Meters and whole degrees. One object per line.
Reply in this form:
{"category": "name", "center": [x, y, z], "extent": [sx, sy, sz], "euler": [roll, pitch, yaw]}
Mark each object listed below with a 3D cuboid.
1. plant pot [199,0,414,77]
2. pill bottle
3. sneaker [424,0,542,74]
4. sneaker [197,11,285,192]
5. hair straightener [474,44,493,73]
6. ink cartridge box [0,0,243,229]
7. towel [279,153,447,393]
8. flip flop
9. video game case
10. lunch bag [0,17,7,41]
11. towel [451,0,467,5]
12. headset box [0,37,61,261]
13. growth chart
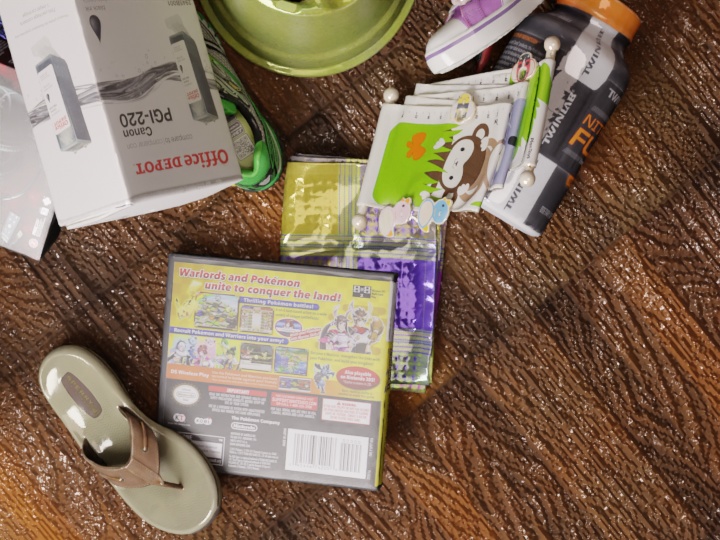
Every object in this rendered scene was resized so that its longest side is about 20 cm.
{"category": "plant pot", "center": [-0.042, -0.261, 1.438], "extent": [0.198, 0.184, 0.203], "euler": [0, 93, -2]}
{"category": "pill bottle", "center": [0.153, -0.139, 1.488], "extent": [0.106, 0.106, 0.201], "euler": [30, 92, -3]}
{"category": "sneaker", "center": [0.103, -0.253, 1.463], "extent": [0.200, 0.073, 0.115], "euler": [-43, 98, -20]}
{"category": "sneaker", "center": [-0.132, -0.153, 1.492], "extent": [0.078, 0.085, 0.200], "euler": [-41, 93, 1]}
{"category": "hair straightener", "center": [0.099, -0.272, 1.512], "extent": [0.076, 0.041, 0.202], "euler": [18, 93, -3]}
{"category": "ink cartridge box", "center": [-0.187, -0.145, 1.395], "extent": [0.084, 0.145, 0.202], "euler": [-13, 92, 36]}
{"category": "towel", "center": [0.000, 0.000, 1.535], "extent": [0.142, 0.023, 0.202], "euler": [5, 93, -2]}
{"category": "flip flop", "center": [-0.199, 0.144, 1.505], "extent": [0.081, 0.058, 0.200], "euler": [-44, 84, 15]}
{"category": "video game case", "center": [-0.072, 0.084, 1.517], "extent": [0.198, 0.025, 0.183], "euler": [5, 94, 12]}
{"category": "lunch bag", "center": [-0.304, -0.280, 1.488], "extent": [0.198, 0.076, 0.162], "euler": [24, 95, -1]}
{"category": "towel", "center": [0.101, -0.334, 1.400], "extent": [0.032, 0.192, 0.201], "euler": [18, 126, -25]}
{"category": "headset box", "center": [-0.326, -0.118, 1.478], "extent": [0.198, 0.077, 0.150], "euler": [21, 107, -4]}
{"category": "growth chart", "center": [0.075, -0.102, 1.455], "extent": [0.018, 0.199, 0.146], "euler": [27, 63, -42]}
